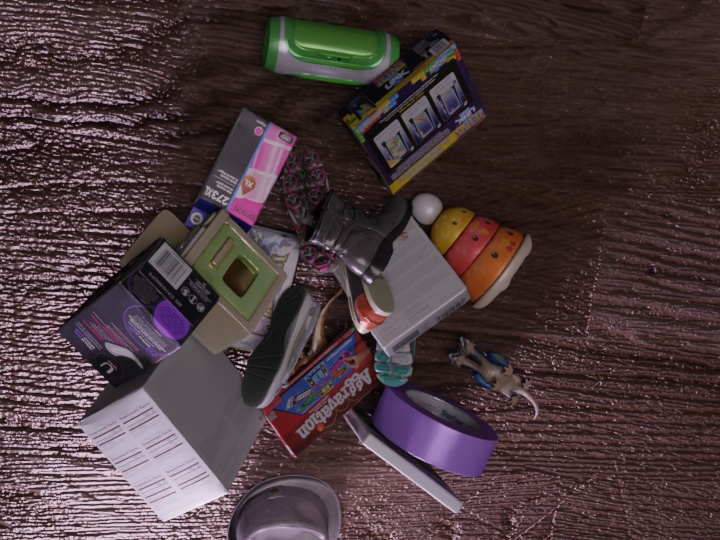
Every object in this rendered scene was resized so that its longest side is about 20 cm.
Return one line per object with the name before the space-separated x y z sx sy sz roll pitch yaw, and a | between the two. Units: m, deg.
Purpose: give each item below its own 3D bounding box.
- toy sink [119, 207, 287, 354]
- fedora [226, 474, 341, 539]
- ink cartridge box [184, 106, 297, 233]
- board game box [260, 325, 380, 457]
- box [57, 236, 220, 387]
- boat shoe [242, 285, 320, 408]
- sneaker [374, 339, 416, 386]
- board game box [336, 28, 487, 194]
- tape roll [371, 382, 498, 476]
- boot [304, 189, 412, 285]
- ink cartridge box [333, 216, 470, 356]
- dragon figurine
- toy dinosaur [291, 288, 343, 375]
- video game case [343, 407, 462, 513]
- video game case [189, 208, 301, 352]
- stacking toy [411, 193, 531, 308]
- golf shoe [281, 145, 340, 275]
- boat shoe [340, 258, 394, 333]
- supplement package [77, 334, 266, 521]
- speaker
toy sink | -0.225 -0.003 1.401 0.200 0.112 0.131 46 46 -15
fedora | -0.120 0.436 1.581 0.197 0.090 0.180 0 102 -12
ink cartridge box | -0.182 -0.138 1.463 0.094 0.037 0.202 27 89 -15
board game box | -0.058 0.190 1.518 0.199 0.019 0.104 -40 106 -21
box | -0.309 0.061 1.331 0.122 0.199 0.106 48 45 -13
boat shoe | -0.118 0.125 1.484 0.065 0.074 0.204 42 60 -42
sneaker | 0.058 0.090 1.558 0.076 0.091 0.203 3 78 12
board game box | 0.082 -0.239 1.460 0.199 0.057 0.166 -39 140 -2
tape roll | 0.119 0.251 1.535 0.198 0.200 0.066 22 97 -15
boot | -0.001 -0.081 1.439 0.131 0.201 0.070 37 127 -9
ink cartridge box | 0.054 0.010 1.515 0.159 0.047 0.201 -35 62 -2
dragon figurine | 0.232 0.177 1.616 0.199 0.099 0.059 33 92 -36
toy dinosaur | -0.069 0.135 1.557 0.105 0.060 0.203 -10 93 -23
video game case | 0.060 0.296 1.541 0.199 0.182 0.023 39 89 -16
video game case | -0.197 0.021 1.511 0.178 0.026 0.203 13 99 -14
stacking toy | 0.160 -0.050 1.533 0.199 0.146 0.147 37 93 -1
golf shoe | -0.077 -0.091 1.490 0.071 0.092 0.203 -10 83 4
boat shoe | 0.000 0.000 1.472 0.070 0.202 0.063 13 137 -35
supplement package | -0.272 0.219 1.431 0.146 0.192 0.201 -28 108 27
speaker | -0.044 -0.327 1.438 0.197 0.088 0.090 6 101 -13
